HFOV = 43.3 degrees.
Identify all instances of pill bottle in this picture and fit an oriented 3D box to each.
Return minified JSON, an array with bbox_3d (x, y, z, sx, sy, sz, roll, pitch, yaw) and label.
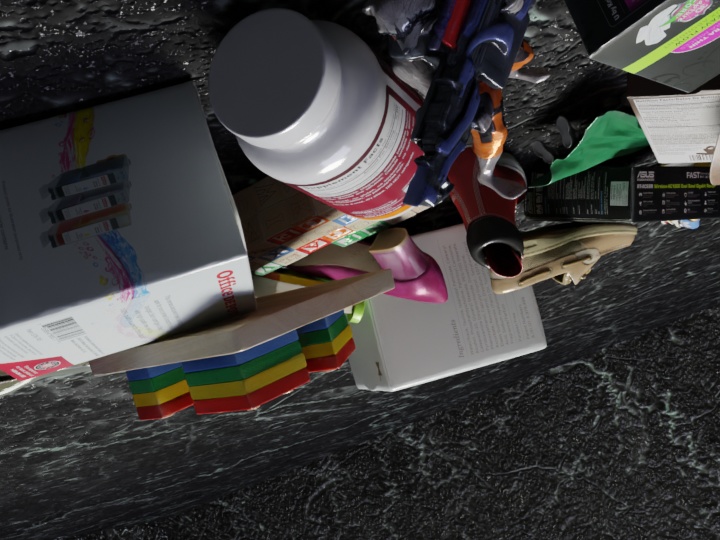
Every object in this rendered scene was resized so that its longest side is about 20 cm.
[{"bbox_3d":[-0.020,-0.108,0.651,0.113,0.113,0.200,-24,162,18],"label":"pill bottle"}]

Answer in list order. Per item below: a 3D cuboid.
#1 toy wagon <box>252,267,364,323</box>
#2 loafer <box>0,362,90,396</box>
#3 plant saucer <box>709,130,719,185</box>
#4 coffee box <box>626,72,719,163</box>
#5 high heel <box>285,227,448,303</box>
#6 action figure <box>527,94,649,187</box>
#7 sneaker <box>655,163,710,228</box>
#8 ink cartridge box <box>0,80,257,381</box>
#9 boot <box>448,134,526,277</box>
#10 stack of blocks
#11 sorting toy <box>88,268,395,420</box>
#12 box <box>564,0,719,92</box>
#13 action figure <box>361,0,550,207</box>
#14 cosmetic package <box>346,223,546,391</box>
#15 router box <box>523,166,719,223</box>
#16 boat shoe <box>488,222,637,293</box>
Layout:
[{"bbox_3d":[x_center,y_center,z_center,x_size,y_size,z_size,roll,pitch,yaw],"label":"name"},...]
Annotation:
[{"bbox_3d":[-0.086,0.019,1.025,0.154,0.040,0.200,12,-177,-16],"label":"toy wagon"},{"bbox_3d":[-0.363,0.083,0.986,0.199,0.075,0.070,-15,152,-29],"label":"loafer"},{"bbox_3d":[0.333,-0.153,0.703,0.200,0.034,0.201,-41,147,-34],"label":"plant saucer"},{"bbox_3d":[0.277,-0.169,0.753,0.079,0.115,0.200,2,172,25],"label":"coffee box"},{"bbox_3d":[0.000,0.000,0.971,0.199,0.068,0.096,-6,134,40],"label":"high heel"},{"bbox_3d":[0.270,-0.146,0.950,0.199,0.055,0.118,-16,163,-35],"label":"action figure"},{"bbox_3d":[0.407,-0.090,1.212,0.199,0.091,0.075,-24,163,16],"label":"sneaker"},{"bbox_3d":[-0.190,-0.024,0.676,0.199,0.145,0.145,-16,164,-9],"label":"ink cartridge box"},{"bbox_3d":[0.144,-0.054,0.951,0.072,0.145,0.200,-27,163,22],"label":"boot"},{"bbox_3d":[-0.036,-0.062,0.875,0.199,0.059,0.115,-25,163,19],"label":"stack of blocks"},{"bbox_3d":[-0.095,0.069,0.796,0.199,0.070,0.198,-13,-175,41],"label":"sorting toy"},{"bbox_3d":[0.228,-0.220,0.545,0.148,0.125,0.200,0,154,-46],"label":"box"},{"bbox_3d":[0.061,-0.126,0.634,0.104,0.201,0.193,16,164,39],"label":"action figure"},{"bbox_3d":[0.086,0.041,1.094,0.199,0.167,0.167,-14,177,-15],"label":"cosmetic package"},{"bbox_3d":[0.312,-0.090,1.059,0.199,0.063,0.150,-5,-174,-39],"label":"router box"},{"bbox_3d":[0.228,-0.017,1.031,0.199,0.065,0.071,-10,-172,-22],"label":"boat shoe"}]
